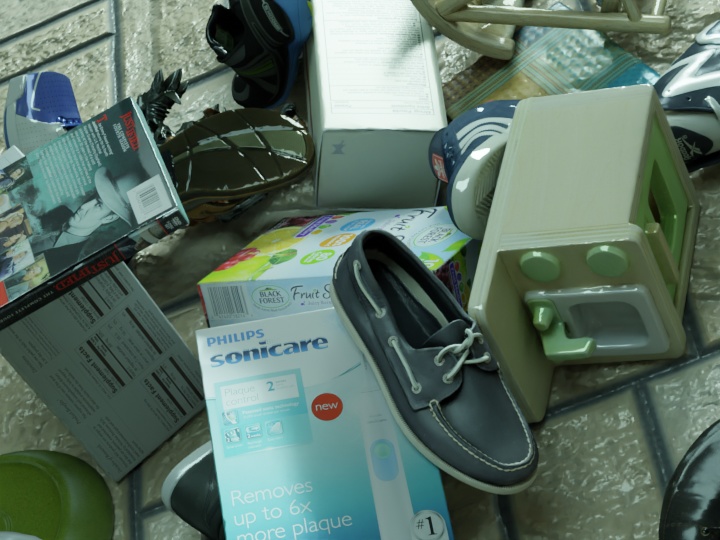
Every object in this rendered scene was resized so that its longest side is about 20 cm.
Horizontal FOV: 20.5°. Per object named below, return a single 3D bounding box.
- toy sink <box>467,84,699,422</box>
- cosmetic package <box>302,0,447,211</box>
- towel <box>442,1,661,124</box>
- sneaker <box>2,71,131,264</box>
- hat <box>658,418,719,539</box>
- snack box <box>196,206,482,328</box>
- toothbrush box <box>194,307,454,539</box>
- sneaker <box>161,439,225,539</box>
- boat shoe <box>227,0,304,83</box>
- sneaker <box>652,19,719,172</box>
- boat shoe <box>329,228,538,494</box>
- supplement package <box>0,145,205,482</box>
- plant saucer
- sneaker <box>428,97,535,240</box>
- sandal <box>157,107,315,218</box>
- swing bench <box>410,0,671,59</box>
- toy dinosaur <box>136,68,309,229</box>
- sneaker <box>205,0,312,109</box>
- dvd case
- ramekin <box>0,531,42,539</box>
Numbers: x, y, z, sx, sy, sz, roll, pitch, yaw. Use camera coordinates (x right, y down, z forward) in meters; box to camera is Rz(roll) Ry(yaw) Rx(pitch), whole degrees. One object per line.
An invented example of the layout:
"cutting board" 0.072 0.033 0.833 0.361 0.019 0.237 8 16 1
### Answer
"toy sink" 0.162 -0.010 1.379 0.112 0.130 0.200 -5 48 26
"cosmetic package" 0.009 -0.145 1.611 0.103 0.087 0.200 2 44 -5
"towel" 0.155 -0.131 1.583 0.147 0.022 0.200 -35 40 -5
"sneaker" -0.223 -0.067 1.652 0.115 0.081 0.200 -8 87 29
"hat" 0.271 0.173 1.180 0.201 0.081 0.201 -19 49 23
"snack box" 0.000 0.000 1.484 0.200 0.053 0.142 -3 21 29
"toothbrush box" -0.023 0.130 1.329 0.146 0.085 0.200 -9 57 -3
"sneaker" -0.038 0.131 1.419 0.200 0.071 0.099 -40 50 -9
"boat shoe" -0.082 -0.236 1.783 0.074 0.073 0.200 -36 42 -4
"sneaker" 0.274 -0.102 1.433 0.130 0.080 0.199 -36 45 -6
"boat shoe" 0.049 0.056 1.289 0.073 0.063 0.200 -25 65 -27
"supplement package" -0.226 0.033 1.518 0.111 0.200 0.156 -40 42 -10
"plant saucer" -0.282 0.212 1.511 0.200 0.031 0.200 -16 45 17
"sneaker" 0.082 -0.073 1.458 0.084 0.075 0.200 -1 19 22
"sandal" -0.126 -0.067 1.568 0.200 0.055 0.082 -22 56 12
"swing bench" 0.155 -0.282 1.633 0.200 0.130 0.199 -9 40 28
"toy dinosaur" -0.140 -0.088 1.670 0.200 0.102 0.136 -20 57 -3
"sneaker" -0.088 -0.194 1.653 0.083 0.200 0.071 3 71 -8
"dvd case" -0.228 -0.031 1.415 0.200 0.022 0.146 -31 43 2
"ramekin" -0.252 0.288 1.357 0.202 0.094 0.202 -12 52 15
